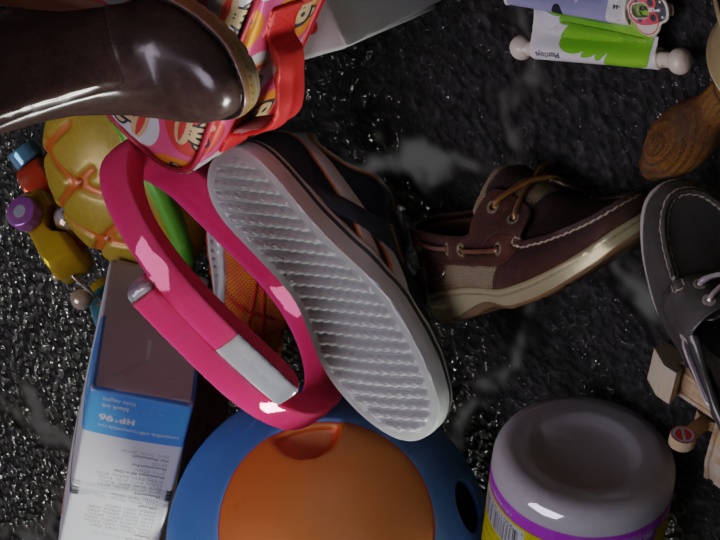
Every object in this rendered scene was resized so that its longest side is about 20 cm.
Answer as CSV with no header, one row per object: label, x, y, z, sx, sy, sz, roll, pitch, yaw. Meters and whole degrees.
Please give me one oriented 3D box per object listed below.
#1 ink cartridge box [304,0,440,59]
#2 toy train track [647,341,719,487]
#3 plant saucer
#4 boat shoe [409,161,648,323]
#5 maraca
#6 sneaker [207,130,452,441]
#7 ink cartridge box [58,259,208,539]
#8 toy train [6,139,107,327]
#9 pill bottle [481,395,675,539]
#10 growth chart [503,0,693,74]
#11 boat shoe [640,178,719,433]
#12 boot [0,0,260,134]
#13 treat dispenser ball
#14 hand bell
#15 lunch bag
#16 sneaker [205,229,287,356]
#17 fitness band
ink cartridge box,-0.057,-0.216,1.283,0.144,0.085,0.201,-9,108,53
toy train track,0.226,0.104,1.201,0.200,0.032,0.115,35,137,30
plant saucer,-0.117,0.133,1.546,0.029,0.201,0.200,11,137,-8
boat shoe,0.089,-0.023,1.253,0.200,0.072,0.072,-18,97,62
maraca,-0.155,-0.084,1.463,0.137,0.107,0.201,30,147,61
sneaker,0.000,0.000,1.313,0.078,0.079,0.200,-39,83,41
ink cartridge box,-0.151,0.106,1.480,0.068,0.116,0.200,10,133,-7
toy train,-0.176,-0.012,1.576,0.200,0.056,0.150,55,-172,2
pill bottle,0.119,0.178,1.322,0.104,0.104,0.201,34,137,32
growth chart,0.095,-0.195,1.171,0.144,0.018,0.201,4,115,50
boat shoe,0.197,0.046,1.146,0.057,0.067,0.201,159,94,-77
boot,-0.169,-0.086,1.163,0.200,0.166,0.073,20,133,36
treat dispenser ball,-0.020,0.170,1.401,0.201,0.201,0.202,29,134,36
hand bell,0.177,-0.087,1.104,0.104,0.104,0.200,55,155,7
lunch bag,-0.091,-0.151,1.227,0.176,0.082,0.200,48,143,14
sneaker,-0.058,0.008,1.450,0.077,0.073,0.200,4,144,2
fitness band,-0.078,0.006,1.315,0.037,0.144,0.200,-34,114,21
